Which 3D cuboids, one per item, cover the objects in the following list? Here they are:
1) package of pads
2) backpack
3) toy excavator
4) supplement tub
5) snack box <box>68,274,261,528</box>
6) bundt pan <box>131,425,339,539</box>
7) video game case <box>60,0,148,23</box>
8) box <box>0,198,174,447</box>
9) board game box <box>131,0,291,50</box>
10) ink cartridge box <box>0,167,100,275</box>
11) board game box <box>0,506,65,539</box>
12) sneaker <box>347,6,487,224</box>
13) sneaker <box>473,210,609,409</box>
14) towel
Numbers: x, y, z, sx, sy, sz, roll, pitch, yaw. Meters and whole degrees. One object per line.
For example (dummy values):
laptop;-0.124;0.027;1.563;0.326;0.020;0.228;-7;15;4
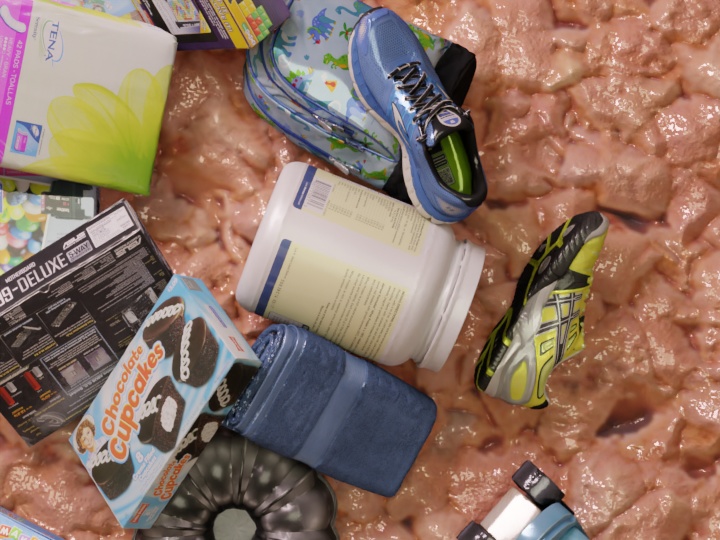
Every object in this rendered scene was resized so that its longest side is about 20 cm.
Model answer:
package of pads;-0.269;-0.161;1.453;0.199;0.068;0.156;11;92;-33
backpack;-0.012;-0.176;1.507;0.199;0.154;0.164;25;77;11
toy excavator;0.203;0.294;1.504;0.100;0.195;0.200;-45;63;-5
supplement tub;0.000;0.000;1.489;0.199;0.145;0.146;22;86;-3
snack box;-0.177;0.118;1.455;0.201;0.037;0.116;-56;51;20
bundt pan;-0.116;0.240;1.507;0.200;0.076;0.204;0;87;-5
video game case;-0.278;-0.266;1.482;0.142;0.017;0.201;-28;111;-26
box;-0.256;0.050;1.471;0.199;0.158;0.050;-32;46;-4
board game box;-0.168;-0.292;1.441;0.057;0.165;0.201;-43;119;-25
ink cartridge box;-0.303;-0.023;1.525;0.118;0.042;0.202;0;89;-3
board game box;-0.369;0.314;1.505;0.151;0.037;0.201;28;87;-2
sneaker;0.060;-0.139;1.416;0.078;0.089;0.201;-31;98;-22
sneaker;0.184;0.037;1.543;0.076;0.075;0.201;29;96;-9
towel;-0.028;0.126;1.483;0.199;0.049;0.112;29;95;-32
